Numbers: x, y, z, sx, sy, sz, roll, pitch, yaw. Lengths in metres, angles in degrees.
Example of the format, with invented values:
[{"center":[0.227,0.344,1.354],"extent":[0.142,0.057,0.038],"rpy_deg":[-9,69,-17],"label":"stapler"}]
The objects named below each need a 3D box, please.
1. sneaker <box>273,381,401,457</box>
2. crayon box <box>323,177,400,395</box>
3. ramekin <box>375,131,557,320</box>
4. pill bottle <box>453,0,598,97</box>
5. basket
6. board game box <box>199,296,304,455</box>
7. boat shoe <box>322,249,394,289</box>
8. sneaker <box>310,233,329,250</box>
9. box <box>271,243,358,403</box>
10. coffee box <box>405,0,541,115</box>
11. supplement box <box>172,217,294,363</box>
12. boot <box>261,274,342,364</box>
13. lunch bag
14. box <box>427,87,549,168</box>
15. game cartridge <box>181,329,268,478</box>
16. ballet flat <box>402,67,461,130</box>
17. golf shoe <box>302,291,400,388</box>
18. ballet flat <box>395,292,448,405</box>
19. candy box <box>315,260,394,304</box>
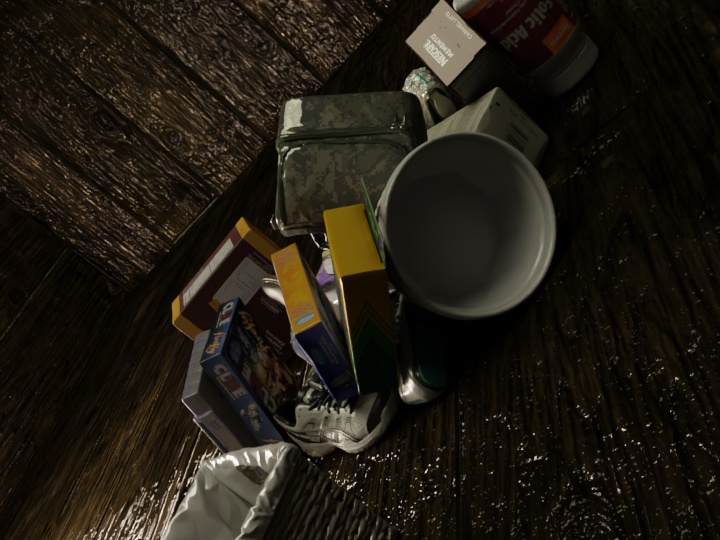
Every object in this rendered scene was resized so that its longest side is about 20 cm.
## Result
[{"center":[-0.036,0.173,1.012],"extent":[0.200,0.088,0.076],"rpy_deg":[-30,25,44],"label":"sneaker"},{"center":[0.000,0.019,0.909],"extent":[0.051,0.201,0.126],"rpy_deg":[-10,37,-4],"label":"crayon box"},{"center":[0.107,-0.044,0.928],"extent":[0.201,0.200,0.105],"rpy_deg":[-54,8,-12],"label":"ramekin"},{"center":[0.238,-0.349,1.183],"extent":[0.114,0.200,0.114],"rpy_deg":[-44,19,20],"label":"pill bottle"},{"center":[-0.100,0.298,0.804],"extent":[0.198,0.161,0.201],"rpy_deg":[-27,29,52],"label":"basket"},{"center":[-0.134,0.152,1.109],"extent":[0.034,0.201,0.136],"rpy_deg":[-24,26,15],"label":"board game box"},{"center":[0.000,0.000,1.122],"extent":[0.200,0.074,0.069],"rpy_deg":[169,94,-69],"label":"boat shoe"},{"center":[-0.029,-0.083,1.222],"extent":[0.111,0.077,0.200],"rpy_deg":[-40,7,1],"label":"sneaker"},{"center":[-0.051,0.066,0.995],"extent":[0.041,0.119,0.200],"rpy_deg":[-28,35,1],"label":"box"},{"center":[0.165,-0.283,1.193],"extent":[0.080,0.200,0.115],"rpy_deg":[-45,56,15],"label":"coffee box"},{"center":[-0.184,0.056,1.419],"extent":[0.200,0.197,0.133],"rpy_deg":[-50,18,1],"label":"supplement box"},{"center":[-0.092,0.078,1.246],"extent":[0.199,0.075,0.097],"rpy_deg":[24,82,34],"label":"boot"},{"center":[-0.008,-0.121,1.051],"extent":[0.140,0.198,0.169],"rpy_deg":[69,-157,-65],"label":"lunch bag"},{"center":[0.142,-0.140,1.155],"extent":[0.200,0.109,0.128],"rpy_deg":[-24,33,55],"label":"box"},{"center":[-0.160,0.189,1.088],"extent":[0.038,0.201,0.130],"rpy_deg":[-22,32,18],"label":"game cartridge"},{"center":[0.130,-0.215,1.231],"extent":[0.071,0.200,0.072],"rpy_deg":[-22,47,26],"label":"ballet flat"},{"center":[-0.007,0.097,1.119],"extent":[0.200,0.078,0.097],"rpy_deg":[-46,12,11],"label":"golf shoe"},{"center":[0.067,0.070,0.980],"extent":[0.069,0.069,0.201],"rpy_deg":[-37,34,37],"label":"ballet flat"},{"center":[0.015,-0.036,1.322],"extent":[0.167,0.071,0.201],"rpy_deg":[-32,27,46],"label":"candy box"}]
